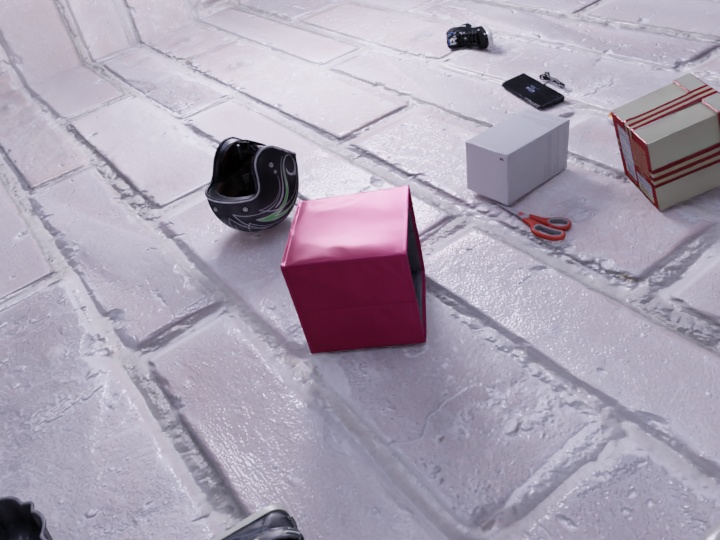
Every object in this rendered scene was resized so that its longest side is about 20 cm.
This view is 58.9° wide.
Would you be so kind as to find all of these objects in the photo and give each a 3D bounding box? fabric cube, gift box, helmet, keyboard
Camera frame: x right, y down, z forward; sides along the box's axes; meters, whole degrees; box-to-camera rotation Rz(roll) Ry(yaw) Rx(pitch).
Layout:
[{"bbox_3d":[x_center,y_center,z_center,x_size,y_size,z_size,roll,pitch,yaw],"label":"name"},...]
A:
[{"bbox_3d":[0.000,0.000,1.076,0.198,0.201,0.197,-7,38,10],"label":"fabric cube"},{"bbox_3d":[0.612,-0.242,1.220,0.186,0.200,0.185,-24,40,11],"label":"gift box"},{"bbox_3d":[-0.230,-0.178,1.375,0.199,0.192,0.200,14,7,-2],"label":"helmet"},{"bbox_3d":[0.473,-0.482,1.691,0.126,0.021,0.200,-25,40,-6],"label":"keyboard"}]

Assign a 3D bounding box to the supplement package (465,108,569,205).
[{"bbox_3d":[0.331,-0.244,1.344,0.199,0.117,0.117,-31,42,-28],"label":"supplement package"}]

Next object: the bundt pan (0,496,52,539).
[{"bbox_3d":[-0.482,0.398,0.813,0.200,0.076,0.202,-9,37,7],"label":"bundt pan"}]

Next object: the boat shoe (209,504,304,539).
[{"bbox_3d":[-0.161,0.363,0.766,0.199,0.072,0.068,-28,36,-22],"label":"boat shoe"}]

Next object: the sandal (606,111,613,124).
[{"bbox_3d":[0.659,-0.352,1.437,0.206,0.059,0.079,17,47,33],"label":"sandal"}]

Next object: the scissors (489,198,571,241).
[{"bbox_3d":[0.321,-0.104,1.261,0.199,0.014,0.073,25,51,38],"label":"scissors"}]

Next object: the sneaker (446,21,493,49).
[{"bbox_3d":[0.331,-0.722,2.001,0.111,0.073,0.200,-20,30,-4],"label":"sneaker"}]

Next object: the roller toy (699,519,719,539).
[{"bbox_3d":[0.401,0.328,0.589,0.181,0.140,0.201,-12,38,2],"label":"roller toy"}]
